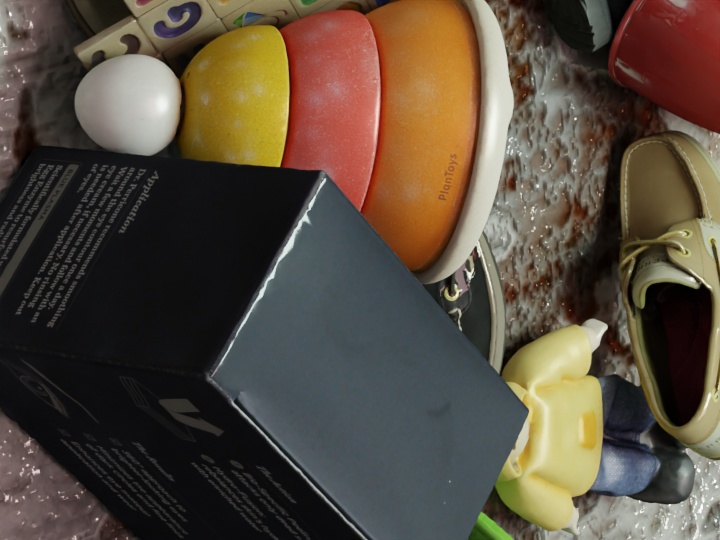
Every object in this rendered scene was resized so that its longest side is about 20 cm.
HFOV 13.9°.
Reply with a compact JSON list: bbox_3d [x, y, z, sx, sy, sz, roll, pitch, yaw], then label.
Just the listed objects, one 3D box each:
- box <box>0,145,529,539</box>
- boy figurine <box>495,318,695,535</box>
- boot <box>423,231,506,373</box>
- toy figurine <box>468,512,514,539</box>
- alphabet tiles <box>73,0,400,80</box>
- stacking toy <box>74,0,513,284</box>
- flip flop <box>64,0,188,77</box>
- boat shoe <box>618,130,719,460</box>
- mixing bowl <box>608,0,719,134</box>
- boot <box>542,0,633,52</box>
[{"bbox_3d":[-0.061,0.048,1.400,0.197,0.199,0.118,49,61,-39],"label":"box"},{"bbox_3d":[0.116,0.088,1.697,0.200,0.064,0.125,12,89,-50],"label":"boy figurine"},{"bbox_3d":[0.000,0.000,1.553,0.150,0.073,0.201,-22,116,-40],"label":"boot"},{"bbox_3d":[0.007,0.223,1.579,0.184,0.150,0.200,-50,154,-14],"label":"toy figurine"},{"bbox_3d":[-0.035,-0.131,1.434,0.199,0.006,0.167,-30,150,2],"label":"alphabet tiles"},{"bbox_3d":[-0.038,-0.076,1.419,0.199,0.146,0.147,7,90,-18],"label":"stacking toy"},{"bbox_3d":[-0.109,-0.185,1.422,0.081,0.057,0.201,-30,116,-41],"label":"flip flop"},{"bbox_3d":[0.185,0.008,1.712,0.066,0.074,0.201,16,56,-53],"label":"boat shoe"},{"bbox_3d":[0.250,-0.144,1.699,0.200,0.108,0.200,-37,160,-16],"label":"mixing bowl"},{"bbox_3d":[0.177,-0.240,1.678,0.200,0.066,0.165,-35,134,-17],"label":"boot"}]
